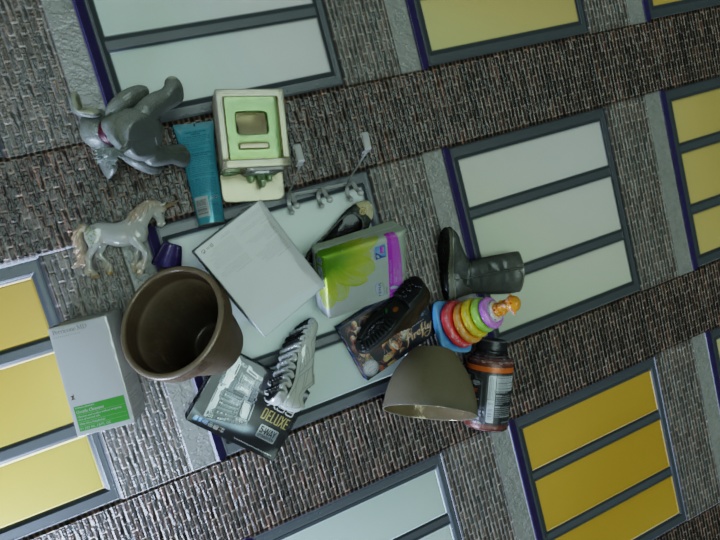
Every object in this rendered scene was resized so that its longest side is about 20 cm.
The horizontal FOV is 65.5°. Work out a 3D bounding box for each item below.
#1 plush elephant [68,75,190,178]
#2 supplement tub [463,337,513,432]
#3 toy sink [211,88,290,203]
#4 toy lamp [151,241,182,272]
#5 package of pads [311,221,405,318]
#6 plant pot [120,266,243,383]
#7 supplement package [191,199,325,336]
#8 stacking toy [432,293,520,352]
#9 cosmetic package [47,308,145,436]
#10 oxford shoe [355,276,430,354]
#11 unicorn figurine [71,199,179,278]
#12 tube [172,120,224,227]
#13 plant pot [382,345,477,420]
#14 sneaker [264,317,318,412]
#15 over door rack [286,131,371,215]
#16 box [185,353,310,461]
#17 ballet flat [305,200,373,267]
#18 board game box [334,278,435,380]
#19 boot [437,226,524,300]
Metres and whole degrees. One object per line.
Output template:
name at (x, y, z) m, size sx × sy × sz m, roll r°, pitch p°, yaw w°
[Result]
plush elephant at (-0.424, -0.251, 0.996) m, size 0.200 × 0.154 × 0.166 m, roll -41°, pitch 144°, yaw -40°
supplement tub at (0.292, 0.256, 1.276) m, size 0.106 × 0.107 × 0.202 m, roll 5°, pitch 90°, yaw -19°
toy sink at (-0.210, -0.238, 1.081) m, size 0.129 × 0.112 × 0.202 m, roll -6°, pitch 94°, yaw -18°
toy lamp at (-0.384, 0.045, 1.062) m, size 0.058 × 0.058 × 0.202 m, roll 15°, pitch 87°, yaw -19°
package of pads at (0.000, 0.000, 1.154) m, size 0.199 × 0.068 × 0.156 m, roll -18°, pitch 123°, yaw -23°
plant pot at (-0.298, 0.116, 1.017) m, size 0.198 × 0.175 × 0.202 m, roll -6°, pitch 65°, yaw 14°
supplement package at (-0.199, -0.005, 1.073) m, size 0.152 × 0.151 × 0.201 m, roll -40°, pitch 103°, yaw -14°
stacking toy at (0.261, 0.095, 1.198) m, size 0.109 × 0.199 × 0.117 m, roll 10°, pitch 62°, yaw -39°
cosmetic package at (-0.475, 0.181, 1.017) m, size 0.107 × 0.085 × 0.202 m, roll -14°, pitch 98°, yaw -6°
oxford shoe at (0.075, 0.110, 1.177) m, size 0.200 × 0.073 × 0.084 m, roll -42°, pitch 135°, yaw 1°
unicorn figurine at (-0.432, -0.060, 1.032) m, size 0.198 × 0.074 × 0.139 m, roll -5°, pitch 94°, yaw -19°
tube at (-0.307, -0.188, 1.087) m, size 0.077 × 0.050 × 0.202 m, roll -10°, pitch 91°, yaw -14°
plant pot at (0.152, 0.238, 1.196) m, size 0.199 × 0.200 × 0.136 m, roll 14°, pitch 67°, yaw -19°
sneaker at (-0.123, 0.189, 1.127) m, size 0.081 × 0.075 × 0.201 m, roll 36°, pitch 54°, yaw -24°
over door rack at (-0.065, -0.175, 1.089) m, size 0.147 × 0.200 × 0.067 m, roll -15°, pitch 70°, yaw -18°
box at (-0.225, 0.267, 1.129) m, size 0.199 × 0.050 × 0.158 m, roll 33°, pitch 81°, yaw -17°
ballet flat at (-0.040, -0.069, 1.171) m, size 0.066 × 0.057 × 0.200 m, roll 41°, pitch 79°, yaw 2°
board game box at (0.060, 0.128, 1.228) m, size 0.199 × 0.035 × 0.136 m, roll -33°, pitch 102°, yaw -15°
boot at (0.280, -0.022, 1.279) m, size 0.198 × 0.073 × 0.183 m, roll -9°, pitch 109°, yaw -12°
